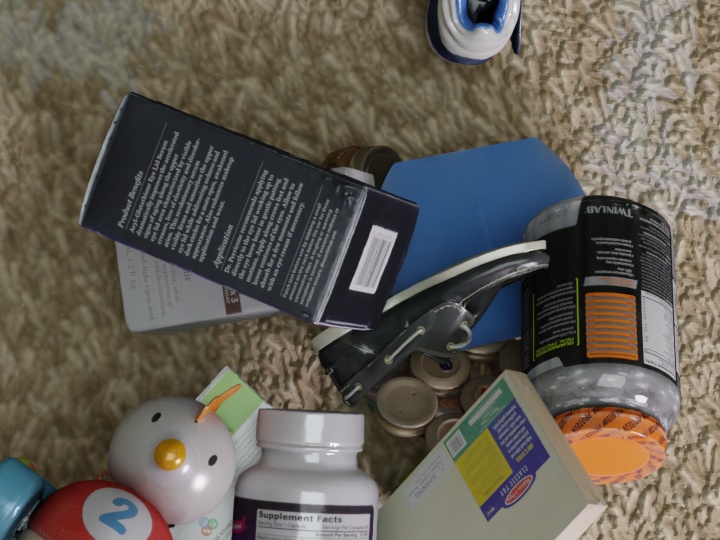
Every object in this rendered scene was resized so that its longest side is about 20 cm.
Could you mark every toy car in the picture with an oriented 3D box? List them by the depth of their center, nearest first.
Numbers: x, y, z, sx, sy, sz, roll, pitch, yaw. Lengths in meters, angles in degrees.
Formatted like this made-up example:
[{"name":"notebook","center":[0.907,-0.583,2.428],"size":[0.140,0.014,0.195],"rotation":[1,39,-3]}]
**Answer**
[{"name":"toy car","center":[-0.152,0.156,1.464],"size":[0.184,0.177,0.200],"rotation":[34,80,3]}]

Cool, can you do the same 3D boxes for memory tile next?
[{"name":"memory tile","center":[0.120,0.090,1.614],"size":[0.153,0.017,0.200],"rotation":[34,55,20]}]

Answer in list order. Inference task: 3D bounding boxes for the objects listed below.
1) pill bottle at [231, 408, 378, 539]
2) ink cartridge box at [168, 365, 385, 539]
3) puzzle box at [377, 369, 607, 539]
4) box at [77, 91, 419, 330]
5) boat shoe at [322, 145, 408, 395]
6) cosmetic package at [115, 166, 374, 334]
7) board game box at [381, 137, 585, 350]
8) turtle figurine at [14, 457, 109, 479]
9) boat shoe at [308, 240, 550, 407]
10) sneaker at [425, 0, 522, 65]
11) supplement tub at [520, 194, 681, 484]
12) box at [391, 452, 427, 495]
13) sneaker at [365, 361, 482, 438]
[{"name":"pill bottle","center":[-0.043,0.206,1.530],"size":[0.111,0.111,0.201],"rotation":[4,87,-9]},{"name":"ink cartridge box","center":[-0.081,0.194,1.621],"size":[0.200,0.076,0.148],"rotation":[43,84,-2]},{"name":"puzzle box","center":[0.085,0.189,1.503],"size":[0.025,0.133,0.200],"rotation":[13,126,-43]},{"name":"box","center":[-0.078,-0.041,1.467],"size":[0.199,0.148,0.105],"rotation":[22,93,17]},{"name":"boat shoe","center":[0.000,0.000,1.639],"size":[0.072,0.068,0.201],"rotation":[6,85,-44]},{"name":"cosmetic package","center":[-0.085,-0.014,1.579],"size":[0.199,0.074,0.102],"rotation":[-11,84,17]},{"name":"board game box","center":[0.098,-0.018,1.649],"size":[0.199,0.039,0.159],"rotation":[-12,84,-23]},{"name":"turtle figurine","center":[-0.260,0.214,1.566],"size":[0.199,0.064,0.162],"rotation":[4,93,16]},{"name":"boat shoe","center":[0.061,0.037,1.549],"size":[0.199,0.072,0.068],"rotation":[-28,83,12]},{"name":"sneaker","center":[0.096,-0.265,1.612],"size":[0.080,0.146,0.201],"rotation":[4,90,-9]},{"name":"supplement tub","center":[0.184,0.054,1.555],"size":[0.122,0.123,0.201],"rotation":[9,59,-9]},{"name":"box","center":[0.121,0.228,1.650],"size":[0.200,0.075,0.050],"rotation":[43,73,-8]},{"name":"sneaker","center":[0.099,0.132,1.649],"size":[0.199,0.071,0.080],"rotation":[11,124,6]}]
